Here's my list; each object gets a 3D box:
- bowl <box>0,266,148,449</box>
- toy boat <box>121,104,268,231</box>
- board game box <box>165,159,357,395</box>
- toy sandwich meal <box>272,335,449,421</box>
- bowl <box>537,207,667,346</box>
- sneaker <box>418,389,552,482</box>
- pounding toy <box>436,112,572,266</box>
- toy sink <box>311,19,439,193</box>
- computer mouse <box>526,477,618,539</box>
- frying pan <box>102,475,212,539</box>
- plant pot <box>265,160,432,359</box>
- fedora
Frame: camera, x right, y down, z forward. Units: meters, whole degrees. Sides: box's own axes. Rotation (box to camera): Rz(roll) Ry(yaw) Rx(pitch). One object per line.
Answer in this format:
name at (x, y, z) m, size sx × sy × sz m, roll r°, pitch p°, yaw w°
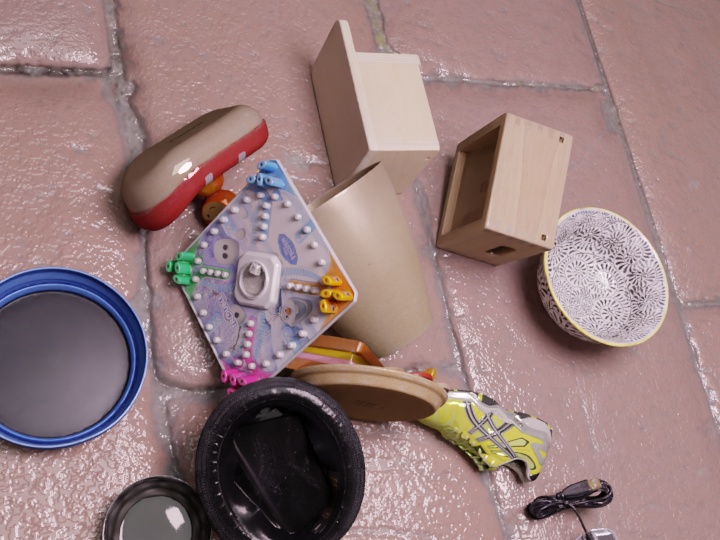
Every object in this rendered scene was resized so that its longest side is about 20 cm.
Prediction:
bowl at (-0.335, 0.096, 0.929) m, size 0.199 × 0.039 × 0.202 m, roll 8°, pitch 66°, yaw -19°
toy boat at (-0.190, -0.107, 1.044) m, size 0.200 × 0.130 × 0.131 m, roll -40°, pitch 116°, yaw -30°
board game box at (-0.120, 0.011, 0.952) m, size 0.026 × 0.200 × 0.201 m, roll 7°, pitch 46°, yaw -56°
toy sandwich meal at (0.004, 0.120, 0.980) m, size 0.204 × 0.205 × 0.071 m, roll 14°, pitch 66°, yaw -17°
bowl at (0.319, 0.022, 1.192) m, size 0.199 × 0.094 × 0.202 m, roll 8°, pitch 67°, yaw -19°
sneaker at (0.152, 0.206, 1.066) m, size 0.199 × 0.075 × 0.077 m, roll 19°, pitch 62°, yaw -13°
pounding toy at (0.206, -0.109, 1.174) m, size 0.141 × 0.200 × 0.186 m, roll 16°, pitch 78°, yaw -15°
toy sink at (0.019, -0.221, 1.158) m, size 0.111 × 0.130 × 0.201 m, roll -5°, pitch 69°, yaw -24°
computer mouse at (0.297, 0.366, 1.071) m, size 0.109 × 0.044 × 0.201 m, roll -22°, pitch 82°, yaw -4°
frying pan at (-0.235, 0.305, 0.888) m, size 0.115 × 0.031 × 0.190 m, roll 38°, pitch 63°, yaw -4°
plant pot at (0.000, 0.000, 1.045) m, size 0.187 × 0.187 × 0.201 m, roll -38°, pitch 101°, yaw -30°
fedora at (-0.091, 0.214, 0.937) m, size 0.199 × 0.092 × 0.202 m, roll 0°, pitch 89°, yaw -12°
